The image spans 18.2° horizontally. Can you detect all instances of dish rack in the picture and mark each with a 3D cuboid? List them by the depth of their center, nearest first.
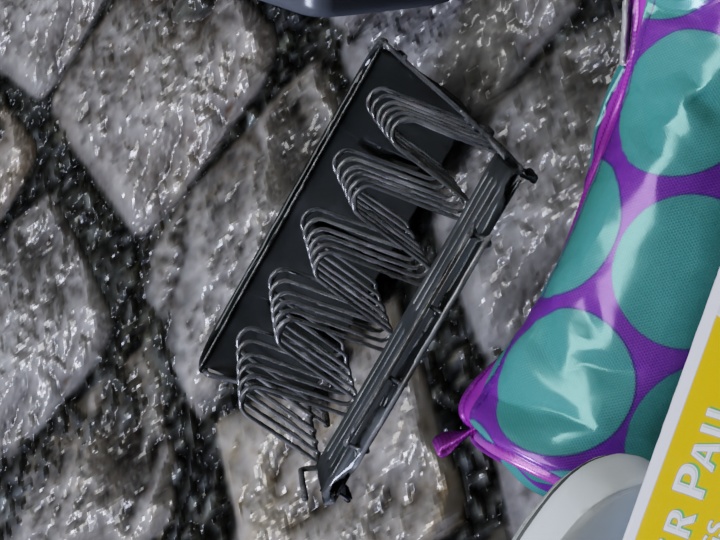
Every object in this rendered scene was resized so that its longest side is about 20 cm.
[{"bbox_3d":[0.000,0.000,0.833,0.154,0.055,0.200,-62,10,8],"label":"dish rack"}]

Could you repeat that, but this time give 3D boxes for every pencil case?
[{"bbox_3d":[0.103,-0.015,0.769,0.085,0.092,0.200,-165,95,-85],"label":"pencil case"}]

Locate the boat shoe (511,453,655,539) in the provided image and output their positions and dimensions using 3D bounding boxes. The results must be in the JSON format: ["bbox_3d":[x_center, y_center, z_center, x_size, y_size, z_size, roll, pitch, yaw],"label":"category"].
[{"bbox_3d":[0.044,0.131,0.749,0.064,0.071,0.200,53,133,42],"label":"boat shoe"}]

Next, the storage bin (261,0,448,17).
[{"bbox_3d":[-0.025,-0.190,0.954,0.200,0.145,0.134,26,119,46],"label":"storage bin"}]

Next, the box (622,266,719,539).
[{"bbox_3d":[0.147,0.101,0.671,0.112,0.101,0.200,16,85,46],"label":"box"}]
